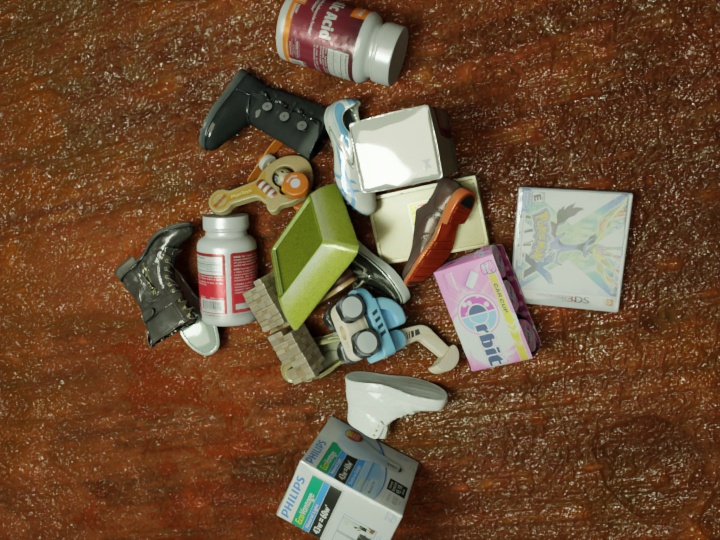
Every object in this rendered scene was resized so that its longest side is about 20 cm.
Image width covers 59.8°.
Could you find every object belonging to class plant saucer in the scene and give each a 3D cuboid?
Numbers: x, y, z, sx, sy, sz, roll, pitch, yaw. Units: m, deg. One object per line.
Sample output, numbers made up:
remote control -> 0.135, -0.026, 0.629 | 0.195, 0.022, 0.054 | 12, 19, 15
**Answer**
plant saucer -> -0.094, -0.034, 1.083 | 0.048, 0.201, 0.200 | 22, 121, -31

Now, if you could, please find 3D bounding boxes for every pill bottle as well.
pill bottle -> -0.249, -0.004, 1.180 | 0.111, 0.112, 0.202 | 3, 102, 15
pill bottle -> -0.029, -0.381, 1.040 | 0.199, 0.114, 0.115 | 20, 106, 10

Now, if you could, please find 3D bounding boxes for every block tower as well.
block tower -> -0.140, 0.105, 1.145 | 0.058, 0.054, 0.201 | -25, 95, 28

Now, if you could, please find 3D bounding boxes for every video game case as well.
video game case -> 0.351, -0.036, 1.057 | 0.181, 0.022, 0.202 | 5, 103, 14

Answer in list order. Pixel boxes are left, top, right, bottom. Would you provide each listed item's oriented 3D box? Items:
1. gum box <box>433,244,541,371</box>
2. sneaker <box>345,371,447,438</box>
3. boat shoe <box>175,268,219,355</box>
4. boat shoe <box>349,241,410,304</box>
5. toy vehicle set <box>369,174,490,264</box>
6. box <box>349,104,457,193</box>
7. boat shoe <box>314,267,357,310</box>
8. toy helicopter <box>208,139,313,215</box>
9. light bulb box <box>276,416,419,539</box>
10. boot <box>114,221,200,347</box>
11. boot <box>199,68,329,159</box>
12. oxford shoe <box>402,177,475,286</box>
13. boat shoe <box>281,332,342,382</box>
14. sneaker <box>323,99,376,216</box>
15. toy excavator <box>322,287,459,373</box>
gum box -> 0.217, 0.061, 1.078 | 0.113, 0.066, 0.201 | -19, 96, 33
sneaker -> 0.066, 0.262, 1.176 | 0.199, 0.074, 0.117 | 6, 105, 24
boat shoe -> -0.342, 0.076, 1.253 | 0.075, 0.060, 0.201 | -27, 92, -6
boat shoe -> 0.000, 0.000, 1.127 | 0.200, 0.071, 0.064 | 41, 68, 11
toy vehicle set -> 0.118, -0.088, 1.107 | 0.199, 0.027, 0.125 | -10, 99, 17
box -> 0.075, -0.194, 1.005 | 0.127, 0.200, 0.110 | -10, 98, 17
boat shoe -> -0.078, 0.029, 1.122 | 0.200, 0.070, 0.071 | -32, 86, 53
toy helicopter -> -0.183, -0.157, 1.142 | 0.199, 0.079, 0.133 | -18, 71, 2
light bulb box -> -0.017, 0.400, 1.157 | 0.199, 0.198, 0.125 | 26, 105, 7
boot -> -0.353, 0.026, 1.179 | 0.200, 0.069, 0.175 | -39, 77, 9
boot -> -0.164, -0.247, 1.112 | 0.199, 0.066, 0.166 | 29, 85, 6
oxford shoe -> 0.120, -0.065, 1.073 | 0.073, 0.071, 0.201 | 44, 115, 33
boat shoe -> -0.073, 0.164, 1.193 | 0.200, 0.063, 0.074 | -24, 94, 18
sneaker -> -0.008, -0.192, 1.068 | 0.072, 0.072, 0.201 | -10, 98, 41
toy excavator -> 0.061, 0.111, 1.108 | 0.199, 0.100, 0.196 | -19, 81, -24
